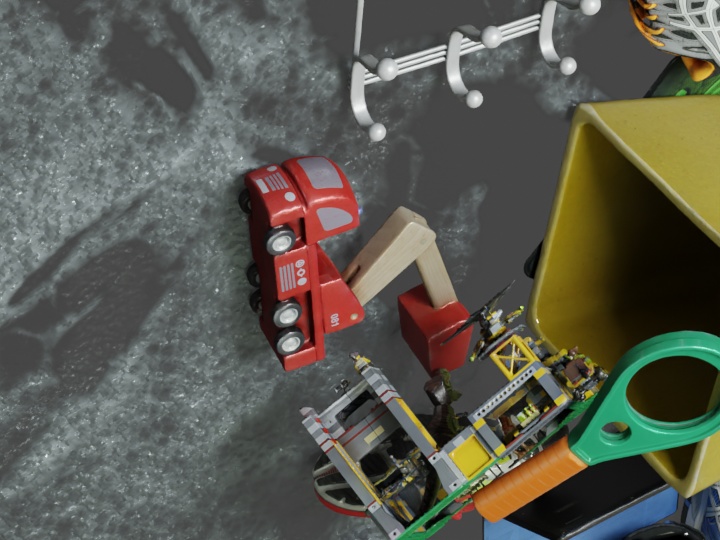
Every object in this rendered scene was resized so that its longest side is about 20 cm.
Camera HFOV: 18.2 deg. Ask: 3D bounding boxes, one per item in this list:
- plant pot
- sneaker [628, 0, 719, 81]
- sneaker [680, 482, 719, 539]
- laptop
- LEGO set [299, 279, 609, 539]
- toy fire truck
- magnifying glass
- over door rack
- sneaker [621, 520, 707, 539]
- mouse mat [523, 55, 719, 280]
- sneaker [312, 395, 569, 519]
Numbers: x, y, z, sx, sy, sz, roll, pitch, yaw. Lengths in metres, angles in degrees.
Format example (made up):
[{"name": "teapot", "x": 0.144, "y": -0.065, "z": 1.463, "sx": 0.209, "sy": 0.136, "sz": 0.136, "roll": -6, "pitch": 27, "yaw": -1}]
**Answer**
[{"name": "plant pot", "x": 0.259, "y": -0.002, "z": 1.505, "sx": 0.200, "sy": 0.196, "sz": 0.194, "roll": -15, "pitch": 135, "yaw": -29}, {"name": "sneaker", "x": 0.197, "y": -0.175, "z": 1.393, "sx": 0.077, "sy": 0.078, "sz": 0.200, "roll": -40, "pitch": 138, "yaw": 19}, {"name": "sneaker", "x": 0.308, "y": 0.164, "z": 1.770, "sx": 0.076, "sy": 0.077, "sz": 0.200, "roll": -22, "pitch": 138, "yaw": -19}, {"name": "laptop", "x": 0.197, "y": 0.190, "z": 1.692, "sx": 0.187, "sy": 0.200, "sz": 0.116, "roll": -25, "pitch": 105, "yaw": -19}, {"name": "LEGO set", "x": 0.053, "y": 0.086, "z": 1.470, "sx": 0.200, "sy": 0.116, "sz": 0.154, "roll": -41, "pitch": 168, "yaw": 15}, {"name": "toy fire truck", "x": 0.000, "y": 0.000, "z": 1.446, "sx": 0.141, "sy": 0.049, "sz": 0.200, "roll": -19, "pitch": 137, "yaw": -16}, {"name": "magnifying glass", "x": 0.153, "y": 0.102, "z": 1.407, "sx": 0.200, "sy": 0.022, "sz": 0.080, "roll": -36, "pitch": 120, "yaw": 24}, {"name": "over door rack", "x": 0.064, "y": -0.173, "z": 1.315, "sx": 0.148, "sy": 0.067, "sz": 0.200, "roll": -19, "pitch": 136, "yaw": -17}, {"name": "sneaker", "x": 0.187, "y": 0.261, "z": 1.771, "sx": 0.200, "sy": 0.073, "sz": 0.112, "roll": -35, "pitch": 160, "yaw": -13}, {"name": "mouse mat", "x": 0.218, "y": -0.057, "z": 1.565, "sx": 0.161, "sy": 0.008, "sz": 0.200, "roll": 15, "pitch": 118, "yaw": -40}, {"name": "sneaker", "x": 0.058, "y": 0.151, "z": 1.608, "sx": 0.200, "sy": 0.077, "sz": 0.085, "roll": -9, "pitch": 141, "yaw": -23}]
